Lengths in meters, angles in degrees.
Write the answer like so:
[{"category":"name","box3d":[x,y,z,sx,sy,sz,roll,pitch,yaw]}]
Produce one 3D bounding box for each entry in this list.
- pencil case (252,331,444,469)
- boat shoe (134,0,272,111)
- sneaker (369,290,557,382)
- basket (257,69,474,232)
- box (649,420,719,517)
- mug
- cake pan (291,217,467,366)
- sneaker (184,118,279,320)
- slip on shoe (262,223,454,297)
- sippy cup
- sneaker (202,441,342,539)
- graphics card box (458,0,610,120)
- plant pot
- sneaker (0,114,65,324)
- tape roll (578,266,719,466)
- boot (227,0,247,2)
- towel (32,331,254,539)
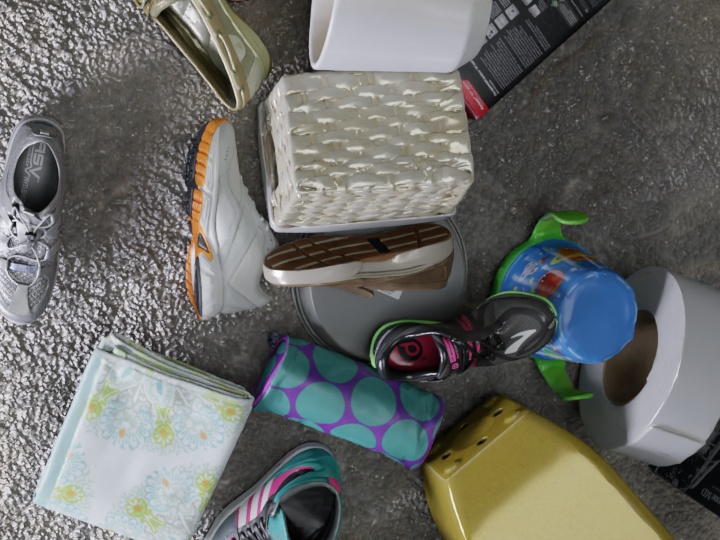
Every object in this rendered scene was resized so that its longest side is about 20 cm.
[{"category":"pencil case","box3d":[-0.013,0.138,1.313,0.198,0.092,0.086,23,60,-14]},{"category":"boat shoe","box3d":[-0.168,-0.245,1.208,0.201,0.073,0.063,50,47,-22]},{"category":"sneaker","box3d":[0.105,0.078,1.269,0.197,0.084,0.078,-16,107,12]},{"category":"basket","box3d":[0.007,-0.122,1.236,0.197,0.123,0.138,-5,78,-14]},{"category":"box","box3d":[0.453,0.190,1.386,0.123,0.200,0.199,28,91,-15]},{"category":"mug","box3d":[0.044,-0.264,1.153,0.151,0.151,0.188,8,132,-11]},{"category":"cake pan","box3d":[0.026,0.007,1.327,0.197,0.037,0.204,-3,100,-15]},{"category":"sneaker","box3d":[-0.127,-0.053,1.265,0.091,0.076,0.203,-4,108,-22]},{"category":"slip on shoe","box3d":[0.000,0.000,1.266,0.197,0.076,0.061,-11,119,-17]},{"category":"sippy cup","box3d":[0.224,0.039,1.333,0.139,0.130,0.179,-41,109,-7]},{"category":"sneaker","box3d":[-0.089,0.275,1.296,0.084,0.121,0.200,43,87,-17]},{"category":"graphics card box","box3d":[0.152,-0.270,1.308,0.200,0.051,0.126,-42,106,-4]},{"category":"plant pot","box3d":[0.171,0.249,1.333,0.195,0.194,0.201,-39,100,-6]},{"category":"sneaker","box3d":[-0.323,-0.046,1.201,0.073,0.082,0.204,3,98,-15]},{"category":"tape roll","box3d":[0.313,0.102,1.333,0.070,0.202,0.205,19,94,-17]},{"category":"boot","box3d":[-0.050,-0.311,1.235,0.197,0.075,0.075,-21,101,-13]},{"category":"towel","box3d":[-0.218,0.177,1.264,0.169,0.048,0.202,23,106,-12]}]
